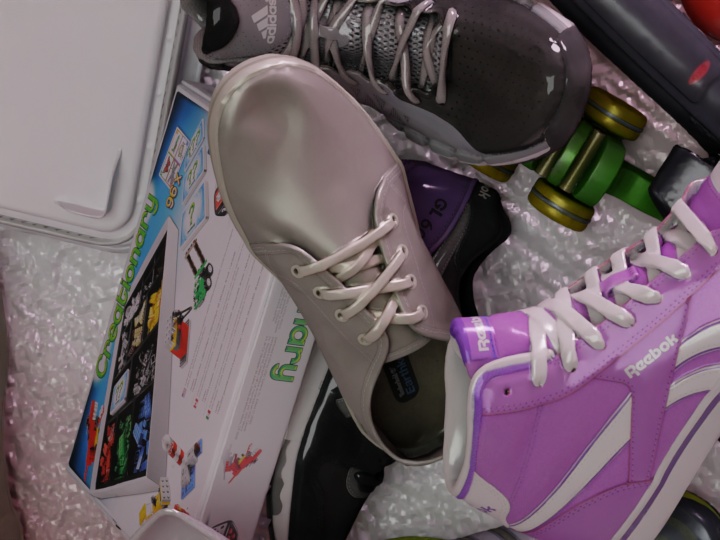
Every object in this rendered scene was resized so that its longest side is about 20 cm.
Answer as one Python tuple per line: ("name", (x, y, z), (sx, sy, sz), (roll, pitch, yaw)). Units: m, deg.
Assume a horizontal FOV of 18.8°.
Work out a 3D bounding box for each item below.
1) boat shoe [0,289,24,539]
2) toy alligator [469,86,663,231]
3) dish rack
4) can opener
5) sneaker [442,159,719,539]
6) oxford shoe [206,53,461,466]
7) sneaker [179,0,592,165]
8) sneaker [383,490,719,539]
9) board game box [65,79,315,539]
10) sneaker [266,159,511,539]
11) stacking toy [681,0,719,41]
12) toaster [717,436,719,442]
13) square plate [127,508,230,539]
("boat shoe", (-0.203, 0.080, 1.054), (0.057, 0.067, 0.202), (-4, 95, 14))
("toy alligator", (0.059, -0.075, 0.965), (0.199, 0.054, 0.060), (35, 102, 14))
("dish rack", (-0.158, -0.110, 1.006), (0.170, 0.044, 0.201), (13, 107, 3))
("can opener", (0.135, -0.078, 0.909), (0.079, 0.063, 0.200), (-45, 102, -13))
("sneaker", (0.101, 0.020, 0.867), (0.114, 0.073, 0.201), (21, 105, -18))
("oxford shoe", (0.000, 0.000, 0.895), (0.075, 0.058, 0.201), (-29, 116, -7))
("sneaker", (-0.006, -0.092, 0.910), (0.199, 0.115, 0.076), (21, 104, 46))
("sneaker", (0.068, 0.145, 0.959), (0.199, 0.081, 0.074), (-17, 88, 18))
("board game box", (-0.070, 0.028, 0.981), (0.126, 0.034, 0.201), (36, 112, 52))
("sneaker", (0.015, 0.052, 0.979), (0.087, 0.076, 0.202), (14, 100, 8))
("stacking toy", (0.117, -0.181, 0.932), (0.085, 0.085, 0.200), (-44, 85, 15))
("toaster", (0.254, 0.048, 0.877), (0.199, 0.114, 0.130), (24, 97, 12))
("square plate", (-0.053, 0.200, 0.967), (0.198, 0.029, 0.200), (35, 129, -12))
